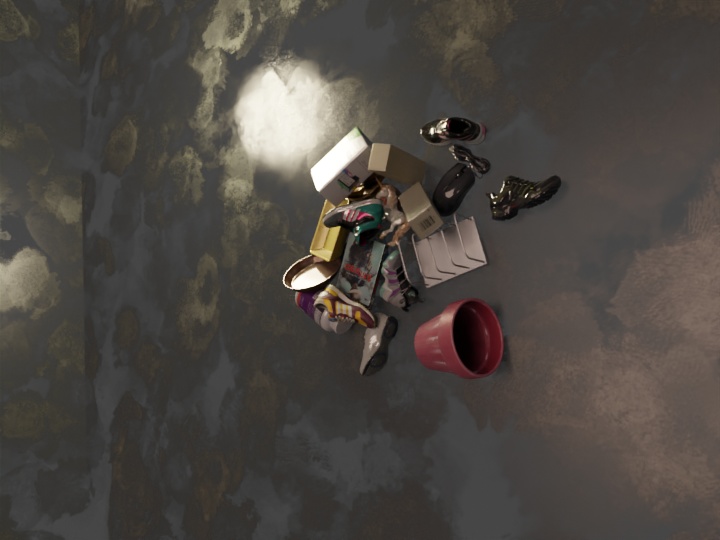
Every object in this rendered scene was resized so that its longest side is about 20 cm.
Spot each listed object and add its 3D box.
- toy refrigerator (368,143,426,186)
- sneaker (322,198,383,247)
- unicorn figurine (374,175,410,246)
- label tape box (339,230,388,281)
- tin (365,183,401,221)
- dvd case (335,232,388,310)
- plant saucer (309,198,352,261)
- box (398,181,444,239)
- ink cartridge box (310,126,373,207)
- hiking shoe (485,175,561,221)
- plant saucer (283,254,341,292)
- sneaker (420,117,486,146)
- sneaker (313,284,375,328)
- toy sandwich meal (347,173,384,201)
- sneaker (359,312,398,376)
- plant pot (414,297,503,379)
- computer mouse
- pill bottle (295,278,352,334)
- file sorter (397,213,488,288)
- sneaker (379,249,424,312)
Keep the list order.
[{"bbox_3d":[0.107,-0.301,1.599,0.069,0.198,0.077,13,93,38],"label":"toy refrigerator"},{"bbox_3d":[-0.019,-0.123,1.611,0.197,0.083,0.123,-15,68,26],"label":"sneaker"},{"bbox_3d":[0.085,-0.162,1.640,0.200,0.074,0.138,41,101,32],"label":"unicorn figurine"},{"bbox_3d":[-0.003,-0.021,1.737,0.198,0.066,0.146,-26,69,31],"label":"label tape box"},{"bbox_3d":[0.044,-0.212,1.740,0.197,0.042,0.114,5,91,38],"label":"tin"},{"bbox_3d":[0.000,0.000,1.679,0.145,0.022,0.204,22,102,36],"label":"dvd case"},{"bbox_3d":[-0.084,-0.132,1.777,0.199,0.048,0.203,24,96,64],"label":"plant saucer"},{"bbox_3d":[0.164,-0.168,1.527,0.082,0.069,0.201,-35,24,14],"label":"box"},{"bbox_3d":[-0.043,-0.309,1.656,0.199,0.084,0.146,-41,36,14],"label":"ink cartridge box"},{"bbox_3d":[0.413,-0.208,1.428,0.198,0.075,0.102,-27,72,33],"label":"hiking shoe"},{"bbox_3d":[-0.149,0.011,1.772,0.198,0.200,0.035,5,128,38],"label":"plant saucer"},{"bbox_3d":[0.251,-0.405,1.571,0.197,0.086,0.082,6,86,39],"label":"sneaker"},{"bbox_3d":[-0.048,0.131,1.656,0.198,0.075,0.090,32,65,22],"label":"sneaker"},{"bbox_3d":[-0.002,-0.306,1.733,0.202,0.070,0.208,-19,53,28],"label":"toy sandwich meal"},{"bbox_3d":[0.045,0.222,1.677,0.087,0.074,0.203,27,95,48],"label":"sneaker"},{"bbox_3d":[0.245,0.187,1.452,0.178,0.197,0.204,-22,71,50],"label":"plant pot"},{"bbox_3d":[0.261,-0.248,1.565,0.138,0.052,0.202,41,109,33],"label":"computer mouse"},{"bbox_3d":[-0.113,0.116,1.775,0.199,0.112,0.114,36,106,34],"label":"pill bottle"},{"bbox_3d":[0.223,-0.054,1.528,0.198,0.124,0.141,-24,71,32],"label":"file sorter"},{"bbox_3d":[0.128,0.041,1.587,0.139,0.077,0.202,38,150,26],"label":"sneaker"}]
